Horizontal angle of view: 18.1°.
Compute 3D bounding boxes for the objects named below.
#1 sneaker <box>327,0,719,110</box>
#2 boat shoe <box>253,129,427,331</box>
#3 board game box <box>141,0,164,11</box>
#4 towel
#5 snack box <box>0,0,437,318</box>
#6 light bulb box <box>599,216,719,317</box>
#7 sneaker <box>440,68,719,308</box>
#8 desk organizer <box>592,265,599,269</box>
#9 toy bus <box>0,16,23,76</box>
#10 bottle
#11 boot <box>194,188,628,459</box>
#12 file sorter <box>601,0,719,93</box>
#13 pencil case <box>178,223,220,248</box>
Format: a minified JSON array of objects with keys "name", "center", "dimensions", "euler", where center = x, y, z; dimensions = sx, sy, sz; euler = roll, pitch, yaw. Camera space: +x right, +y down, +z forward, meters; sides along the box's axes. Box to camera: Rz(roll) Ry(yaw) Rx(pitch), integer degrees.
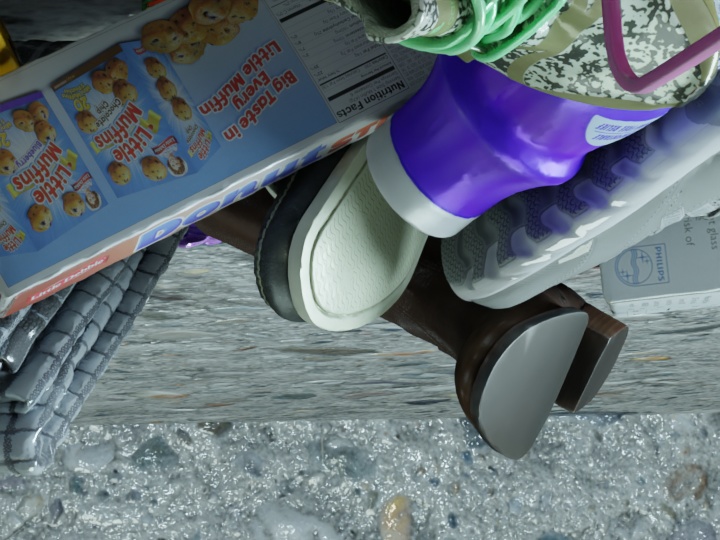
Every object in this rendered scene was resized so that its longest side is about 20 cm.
[{"name":"sneaker","center":[0.019,-0.083,0.641],"dimensions":[0.200,0.089,0.077],"euler":[26,132,-23]},{"name":"boat shoe","center":[-0.008,-0.035,0.870],"dimensions":[0.067,0.072,0.200],"euler":[1,-152,16]},{"name":"board game box","center":[0.021,-0.112,0.905],"dimensions":[0.200,0.024,0.105],"euler":[-9,168,35]},{"name":"towel","center":[-0.171,-0.016,0.914],"dimensions":[0.165,0.200,0.086],"euler":[3,133,27]},{"name":"snack box","center":[-0.055,-0.060,0.787],"dimensions":[0.200,0.072,0.024],"euler":[-28,170,-22]},{"name":"light bulb box","center":[0.194,-0.052,0.934],"dimensions":[0.199,0.125,0.198],"euler":[-7,177,6]},{"name":"sneaker","center":[0.119,-0.036,0.806],"dimensions":[0.200,0.075,0.082],"euler":[-31,129,22]},{"name":"desk organizer","center":[0.067,-0.039,1.239],"dimensions":[0.199,0.072,0.077],"euler":[-4,169,6]},{"name":"toy bus","center":[-0.161,-0.088,0.792],"dimensions":[0.065,0.078,0.200],"euler":[-25,172,-4]},{"name":"bottle","center":[0.084,-0.083,0.741],"dimensions":[0.200,0.065,0.083],"euler":[-39,162,31]},{"name":"boot","center":[0.000,0.000,0.935],"dimensions":[0.200,0.064,0.186],"euler":[29,-174,15]},{"name":"file sorter","center":[0.172,-0.114,0.598],"dimensions":[0.199,0.126,0.139],"euler":[0,170,-17]},{"name":"pencil case","center":[-0.005,-0.046,1.118],"dimensions":[0.200,0.086,0.084],"euler":[6,-173,-35]}]
